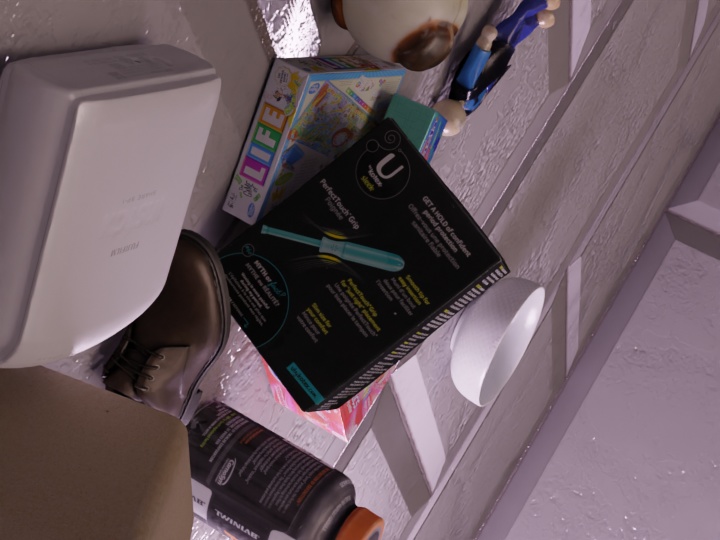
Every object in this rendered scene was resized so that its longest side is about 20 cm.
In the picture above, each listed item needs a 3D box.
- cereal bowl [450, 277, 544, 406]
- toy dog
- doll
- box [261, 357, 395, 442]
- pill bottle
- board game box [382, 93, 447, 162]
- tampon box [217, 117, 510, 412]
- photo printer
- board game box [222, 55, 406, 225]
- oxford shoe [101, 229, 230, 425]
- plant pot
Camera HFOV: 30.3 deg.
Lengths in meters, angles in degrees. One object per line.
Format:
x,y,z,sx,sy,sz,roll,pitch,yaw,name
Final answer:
0.191,0.095,1.973,0.200,0.083,0.200,-53,160,-29,cereal bowl
0.054,-0.255,1.036,0.194,0.139,0.200,-38,152,-50,toy dog
0.139,-0.226,1.438,0.200,0.048,0.137,-50,168,-15,doll
-0.033,0.075,1.323,0.103,0.094,0.200,-55,161,-21,box
-0.078,0.212,1.227,0.106,0.200,0.106,-51,158,-30,pill bottle
0.031,-0.086,1.272,0.200,0.045,0.153,-31,144,-82,board game box
0.000,0.000,1.103,0.200,0.150,0.126,-38,171,5,tampon box
-0.173,-0.036,0.833,0.166,0.069,0.201,-26,139,-61,photo printer
-0.035,-0.117,1.147,0.200,0.034,0.135,-20,134,-64,board game box
-0.153,0.062,1.021,0.084,0.073,0.201,-31,144,-54,oxford shoe
-0.209,0.179,0.872,0.200,0.199,0.177,95,18,-49,plant pot
